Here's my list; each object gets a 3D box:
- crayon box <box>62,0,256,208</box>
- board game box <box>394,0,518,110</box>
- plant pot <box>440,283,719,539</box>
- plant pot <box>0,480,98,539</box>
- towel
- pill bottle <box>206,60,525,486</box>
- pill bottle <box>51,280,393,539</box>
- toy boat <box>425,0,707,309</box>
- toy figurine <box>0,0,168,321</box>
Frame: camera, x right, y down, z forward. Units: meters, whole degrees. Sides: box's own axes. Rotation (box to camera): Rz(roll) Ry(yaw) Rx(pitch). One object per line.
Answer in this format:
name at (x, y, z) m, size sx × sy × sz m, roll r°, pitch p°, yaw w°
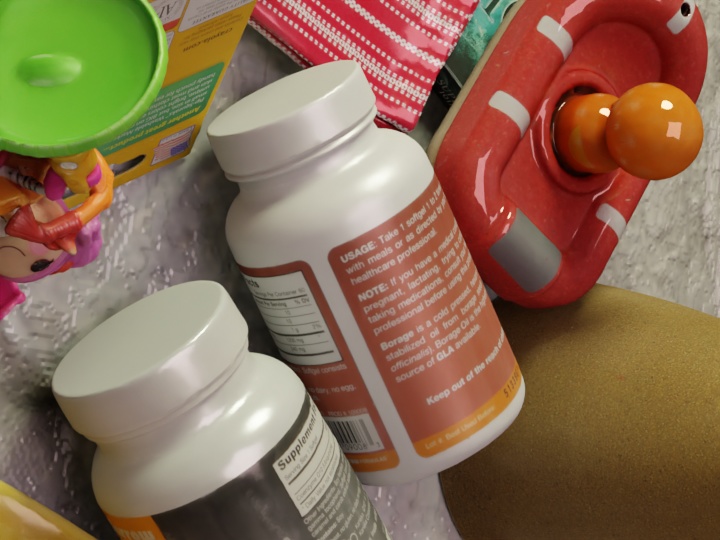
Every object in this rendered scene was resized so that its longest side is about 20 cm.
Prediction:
crayon box at (-0.113, -0.107, 0.839) m, size 0.126 × 0.200 × 0.052 m, roll -28°, pitch 71°, yaw -35°
board game box at (0.062, -0.175, 1.048) m, size 0.200 × 0.028 × 0.135 m, roll 50°, pitch 61°, yaw -27°
plant pot at (0.177, 0.099, 1.032) m, size 0.186 × 0.200 × 0.187 m, roll -1°, pitch 92°, yaw -38°
plant pot at (-0.174, 0.195, 0.767) m, size 0.201 × 0.201 × 0.189 m, roll 35°, pitch 84°, yaw -33°
towel at (0.021, -0.190, 0.982) m, size 0.145 × 0.022 × 0.200 m, roll 37°, pitch 75°, yaw -30°
pill bottle at (0.000, 0.000, 0.945) m, size 0.112 × 0.112 × 0.200 m, roll -36°, pitch 112°, yaw -33°
pill bottle at (-0.060, 0.113, 0.895) m, size 0.116 × 0.116 × 0.200 m, roll -42°, pitch 115°, yaw -31°
toy boat at (0.132, -0.077, 1.003) m, size 0.130 × 0.131 × 0.200 m, roll 42°, pitch 68°, yaw -32°
toy figurine at (-0.167, -0.038, 0.772) m, size 0.199 × 0.184 × 0.151 m, roll -3°, pitch 62°, yaw 2°
